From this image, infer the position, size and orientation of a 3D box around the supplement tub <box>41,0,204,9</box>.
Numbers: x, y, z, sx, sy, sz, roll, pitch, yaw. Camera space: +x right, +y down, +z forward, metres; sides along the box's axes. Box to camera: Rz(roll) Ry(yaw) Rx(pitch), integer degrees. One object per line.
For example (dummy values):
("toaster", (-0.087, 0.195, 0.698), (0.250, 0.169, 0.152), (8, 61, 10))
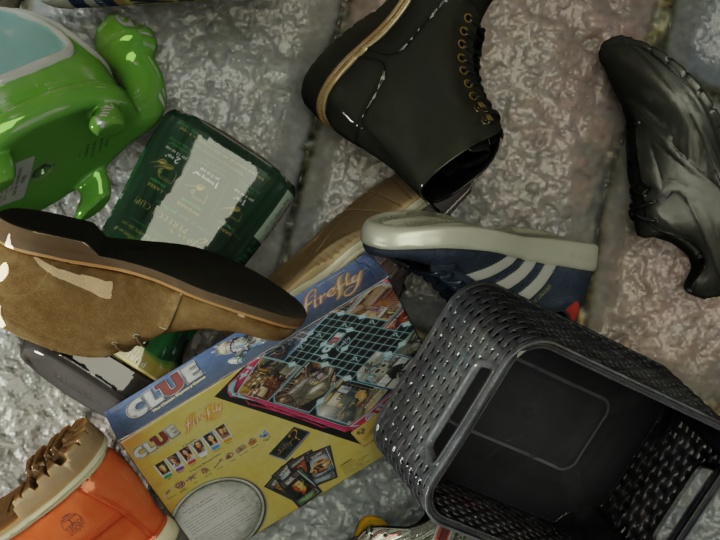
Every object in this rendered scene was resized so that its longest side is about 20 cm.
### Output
("supplement tub", (-0.149, -0.244, 1.168), (0.200, 0.144, 0.144), (-3, 87, 7))

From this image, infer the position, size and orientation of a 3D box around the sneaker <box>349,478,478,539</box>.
("sneaker", (0.006, 0.212, 1.207), (0.200, 0.078, 0.082), (-33, 86, -16))

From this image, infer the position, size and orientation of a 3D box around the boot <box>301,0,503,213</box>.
("boot", (0.075, -0.142, 1.200), (0.200, 0.077, 0.138), (-47, 57, 5))

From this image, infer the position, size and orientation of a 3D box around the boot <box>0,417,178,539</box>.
("boot", (-0.211, 0.193, 1.165), (0.200, 0.075, 0.107), (-38, 109, 21))

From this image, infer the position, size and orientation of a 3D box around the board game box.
("board game box", (-0.049, 0.092, 1.181), (0.200, 0.035, 0.136), (-31, 129, -5))

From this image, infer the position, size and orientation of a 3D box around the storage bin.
("storage bin", (0.127, 0.110, 1.161), (0.200, 0.094, 0.135), (25, 102, -30))

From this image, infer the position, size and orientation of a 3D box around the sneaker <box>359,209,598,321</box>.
("sneaker", (0.078, 0.011, 1.186), (0.200, 0.075, 0.085), (8, 97, -39))

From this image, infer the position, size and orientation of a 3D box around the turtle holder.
("turtle holder", (-0.215, -0.111, 1.168), (0.185, 0.141, 0.132), (-35, 74, -2))

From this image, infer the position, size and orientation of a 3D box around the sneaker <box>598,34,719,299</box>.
("sneaker", (0.216, -0.070, 1.242), (0.091, 0.076, 0.200), (-33, 88, 1))

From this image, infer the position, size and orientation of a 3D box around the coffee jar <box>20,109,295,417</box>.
("coffee jar", (-0.136, 0.000, 1.194), (0.104, 0.085, 0.200), (33, 84, -3))

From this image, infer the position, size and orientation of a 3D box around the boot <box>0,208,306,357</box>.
("boot", (-0.135, 0.021, 1.124), (0.200, 0.074, 0.075), (14, 103, 1))

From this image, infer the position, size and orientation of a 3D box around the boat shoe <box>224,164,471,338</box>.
("boat shoe", (0.000, 0.000, 1.219), (0.200, 0.072, 0.065), (-40, 110, -11))
